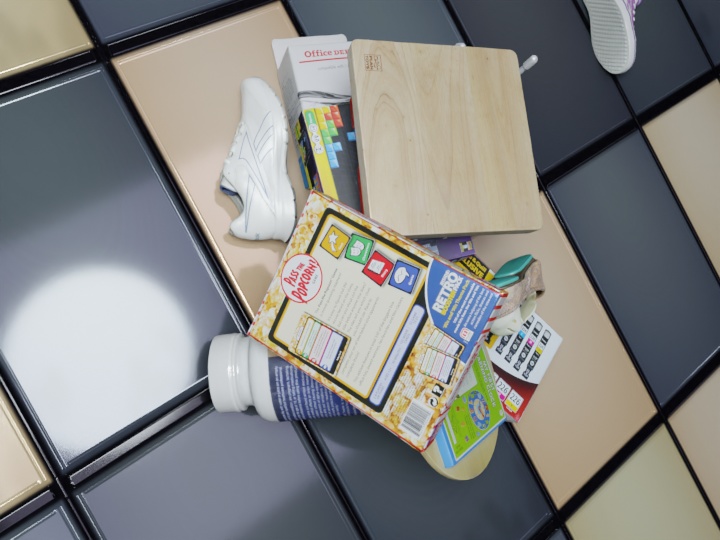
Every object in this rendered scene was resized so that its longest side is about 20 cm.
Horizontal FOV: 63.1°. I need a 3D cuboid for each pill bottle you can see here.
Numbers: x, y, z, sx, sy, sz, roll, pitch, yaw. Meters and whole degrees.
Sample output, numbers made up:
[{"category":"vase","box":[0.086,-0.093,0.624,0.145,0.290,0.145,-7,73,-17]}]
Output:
[{"category":"pill bottle","box":[-0.057,0.103,0.635,0.195,0.111,0.114,-5,81,1]}]

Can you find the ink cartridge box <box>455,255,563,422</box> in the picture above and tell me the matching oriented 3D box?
[{"category":"ink cartridge box","box":[0.155,0.062,0.765,0.199,0.084,0.177,41,68,-10]}]

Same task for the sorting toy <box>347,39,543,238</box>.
[{"category":"sorting toy","box":[0.083,-0.132,0.637,0.194,0.070,0.205,-3,81,-18]}]

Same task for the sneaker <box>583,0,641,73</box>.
[{"category":"sneaker","box":[0.441,-0.428,0.977,0.112,0.072,0.205,-8,83,-26]}]

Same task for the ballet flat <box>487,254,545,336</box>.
[{"category":"ballet flat","box":[0.167,0.034,0.666,0.198,0.067,0.069,-22,95,-50]}]

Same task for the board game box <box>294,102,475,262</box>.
[{"category":"board game box","box":[0.027,-0.093,0.678,0.162,0.057,0.204,-14,84,-17]}]

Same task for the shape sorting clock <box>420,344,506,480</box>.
[{"category":"shape sorting clock","box":[0.094,0.116,0.628,0.198,0.039,0.204,22,59,-41]}]

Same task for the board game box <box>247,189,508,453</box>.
[{"category":"board game box","box":[0.011,0.040,0.533,0.198,0.046,0.154,30,99,19]}]

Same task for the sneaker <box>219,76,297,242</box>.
[{"category":"sneaker","box":[-0.127,-0.133,0.697,0.085,0.074,0.205,-6,82,-17]}]

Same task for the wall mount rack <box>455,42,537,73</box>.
[{"category":"wall mount rack","box":[0.123,-0.256,0.767,0.196,0.174,0.076,-12,122,-25]}]

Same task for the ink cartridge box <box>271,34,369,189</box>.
[{"category":"ink cartridge box","box":[-0.035,-0.219,0.748,0.114,0.068,0.204,-13,85,-22]}]
